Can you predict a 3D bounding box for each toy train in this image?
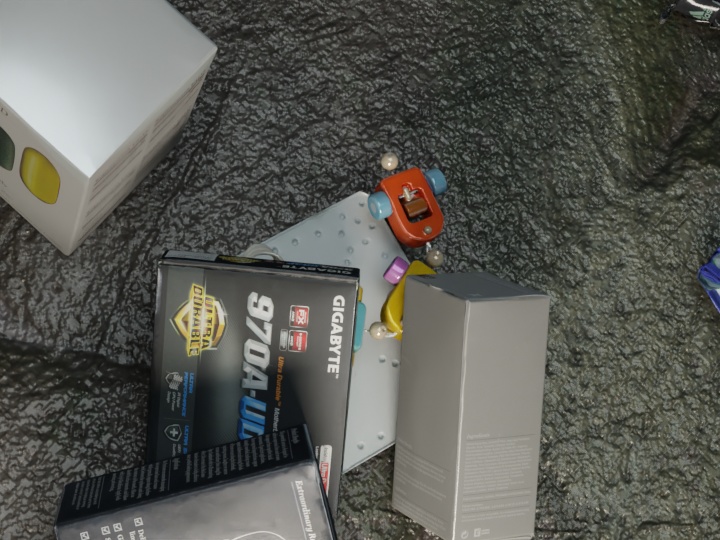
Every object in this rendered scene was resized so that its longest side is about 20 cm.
[{"bbox_3d":[0.000,0.000,1.507,0.199,0.056,0.151,-27,82,-23],"label":"toy train"}]

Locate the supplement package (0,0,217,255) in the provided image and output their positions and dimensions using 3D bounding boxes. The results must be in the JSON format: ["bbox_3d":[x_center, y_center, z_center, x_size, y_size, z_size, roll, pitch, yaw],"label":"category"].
[{"bbox_3d":[-0.229,-0.139,1.433,0.152,0.200,0.151,41,69,0],"label":"supplement package"}]

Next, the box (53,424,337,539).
[{"bbox_3d":[-0.115,0.220,1.364,0.198,0.107,0.150,-13,101,-2],"label":"box"}]

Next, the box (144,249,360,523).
[{"bbox_3d":[-0.086,0.091,1.425,0.157,0.046,0.202,6,102,1],"label":"box"}]

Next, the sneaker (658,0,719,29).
[{"bbox_3d":[0.345,-0.231,1.683,0.139,0.078,0.202,-8,69,-14],"label":"sneaker"}]

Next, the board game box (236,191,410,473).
[{"bbox_3d":[-0.030,0.063,1.521,0.199,0.026,0.201,-28,84,-20],"label":"board game box"}]

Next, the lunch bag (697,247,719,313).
[{"bbox_3d":[0.423,0.025,1.606,0.169,0.128,0.200,-35,73,-18],"label":"lunch bag"}]

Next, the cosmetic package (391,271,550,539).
[{"bbox_3d":[0.087,0.107,1.452,0.089,0.107,0.202,1,102,-28],"label":"cosmetic package"}]
